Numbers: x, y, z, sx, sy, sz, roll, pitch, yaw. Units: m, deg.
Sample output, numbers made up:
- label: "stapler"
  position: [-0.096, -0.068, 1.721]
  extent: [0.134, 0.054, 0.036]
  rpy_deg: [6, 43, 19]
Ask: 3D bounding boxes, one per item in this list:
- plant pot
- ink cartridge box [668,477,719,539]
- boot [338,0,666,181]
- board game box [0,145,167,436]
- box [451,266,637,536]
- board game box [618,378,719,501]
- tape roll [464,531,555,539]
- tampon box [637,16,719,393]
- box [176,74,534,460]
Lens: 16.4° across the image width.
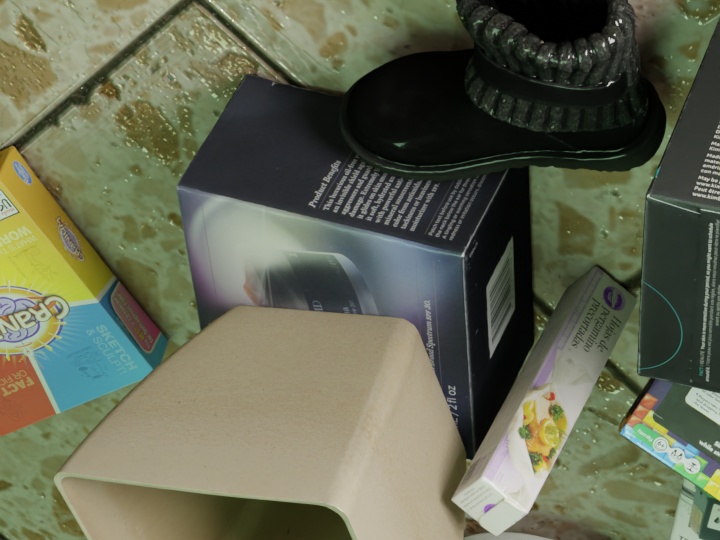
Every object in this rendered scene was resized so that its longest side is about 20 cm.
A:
- label: "plant pot"
  position: [-0.037, 0.133, 1.557]
  extent: [0.200, 0.177, 0.200]
  rpy_deg: [4, 138, 28]
- label: "ink cartridge box"
  position: [0.286, 0.150, 1.653]
  extent: [0.146, 0.084, 0.200]
  rpy_deg: [17, 139, 12]
- label: "boot"
  position: [0.070, -0.120, 1.458]
  extent: [0.211, 0.080, 0.158]
  rpy_deg: [-2, 158, 19]
- label: "board game box"
  position: [-0.260, 0.019, 1.834]
  extent: [0.153, 0.040, 0.200]
  rpy_deg: [-23, 121, 26]
- label: "box"
  position: [0.118, 0.081, 1.585]
  extent: [0.039, 0.200, 0.041]
  rpy_deg: [39, 139, -8]
- label: "board game box"
  position: [0.285, 0.083, 1.522]
  extent: [0.200, 0.057, 0.165]
  rpy_deg: [34, 103, 6]
- label: "tape roll"
  position: [0.118, 0.310, 1.845]
  extent: [0.202, 0.139, 0.203]
  rpy_deg: [16, 140, 14]
- label: "tampon box"
  position: [0.242, -0.045, 1.379]
  extent: [0.126, 0.200, 0.150]
  rpy_deg: [13, 140, 17]
- label: "box"
  position: [0.000, 0.000, 1.631]
  extent: [0.198, 0.123, 0.200]
  rpy_deg: [14, 138, 19]
